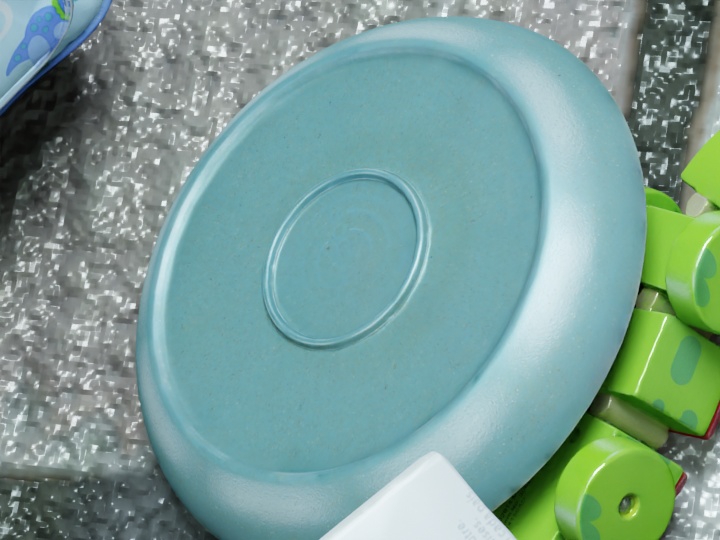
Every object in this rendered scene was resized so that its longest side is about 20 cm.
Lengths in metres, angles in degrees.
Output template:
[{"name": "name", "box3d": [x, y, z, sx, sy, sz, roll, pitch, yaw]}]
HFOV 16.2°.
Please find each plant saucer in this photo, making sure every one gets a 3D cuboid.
[{"name": "plant saucer", "box3d": [0.000, 0.000, 0.835, 0.200, 0.027, 0.201, -17, 58, 29]}]

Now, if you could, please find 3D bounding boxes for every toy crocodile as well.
[{"name": "toy crocodile", "box3d": [0.091, 0.037, 0.812, 0.067, 0.062, 0.200, 19, 79, 56]}]

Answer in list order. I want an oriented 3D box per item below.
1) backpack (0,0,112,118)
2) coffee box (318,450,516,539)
[{"name": "backpack", "box3d": [-0.201, -0.112, 0.854, 0.183, 0.200, 0.147, -44, 24, 1]}, {"name": "coffee box", "box3d": [-0.012, 0.205, 0.637, 0.198, 0.200, 0.200, -37, 82, -23]}]
